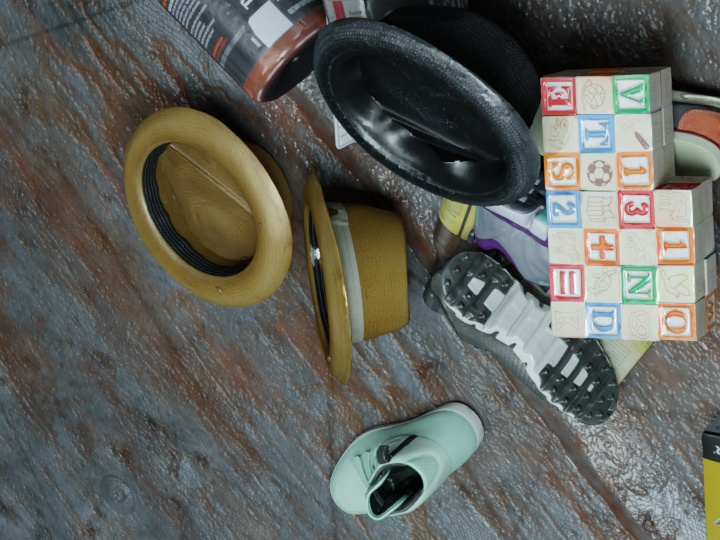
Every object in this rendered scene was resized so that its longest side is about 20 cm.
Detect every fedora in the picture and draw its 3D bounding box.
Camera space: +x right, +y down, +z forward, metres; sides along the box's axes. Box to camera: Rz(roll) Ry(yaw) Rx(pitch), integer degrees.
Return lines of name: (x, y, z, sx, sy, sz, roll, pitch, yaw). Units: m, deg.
fedora: (0.000, 0.000, 1.698, 0.082, 0.201, 0.201, -7, 115, -6)
fedora: (0.065, -0.142, 1.493, 0.200, 0.092, 0.201, 29, 152, 17)
fedora: (-0.127, -0.067, 1.800, 0.200, 0.082, 0.201, 17, 121, 30)

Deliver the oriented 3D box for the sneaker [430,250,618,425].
sneaker: (0.135, 0.055, 1.644, 0.200, 0.067, 0.090, 41, 170, -13)

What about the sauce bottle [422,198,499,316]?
sauce bottle: (0.097, -0.049, 1.658, 0.065, 0.065, 0.200, 34, 128, 18)

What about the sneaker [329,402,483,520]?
sneaker: (0.015, 0.194, 1.809, 0.200, 0.118, 0.074, -35, 92, 43)

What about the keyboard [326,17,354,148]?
keyboard: (-0.009, -0.205, 1.659, 0.011, 0.056, 0.200, 12, 120, 32)

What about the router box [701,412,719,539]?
router box: (0.381, 0.207, 1.590, 0.200, 0.052, 0.158, 9, 118, 33)

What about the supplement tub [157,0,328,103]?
supplement tub: (-0.118, -0.247, 1.684, 0.200, 0.107, 0.107, 46, 131, 7)

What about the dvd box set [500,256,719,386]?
dvd box set: (0.192, 0.016, 1.643, 0.146, 0.029, 0.200, 41, 130, 11)

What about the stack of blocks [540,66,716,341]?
stack of blocks: (0.203, -0.051, 1.470, 0.115, 0.059, 0.201, 0, 101, 26)

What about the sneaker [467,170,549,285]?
sneaker: (0.180, -0.011, 1.578, 0.200, 0.074, 0.088, 32, 141, 16)

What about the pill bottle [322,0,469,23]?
pill bottle: (0.028, -0.221, 1.585, 0.116, 0.116, 0.200, 0, 114, 36)

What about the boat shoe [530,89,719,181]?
boat shoe: (0.201, -0.121, 1.536, 0.200, 0.063, 0.071, 14, 148, 26)
